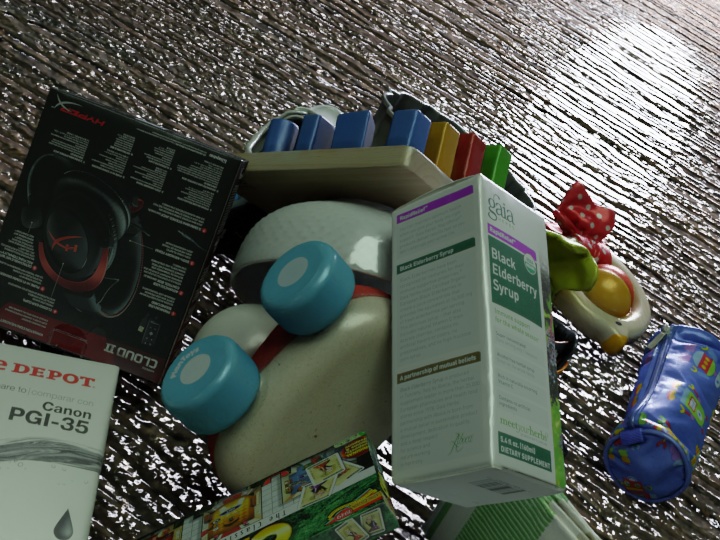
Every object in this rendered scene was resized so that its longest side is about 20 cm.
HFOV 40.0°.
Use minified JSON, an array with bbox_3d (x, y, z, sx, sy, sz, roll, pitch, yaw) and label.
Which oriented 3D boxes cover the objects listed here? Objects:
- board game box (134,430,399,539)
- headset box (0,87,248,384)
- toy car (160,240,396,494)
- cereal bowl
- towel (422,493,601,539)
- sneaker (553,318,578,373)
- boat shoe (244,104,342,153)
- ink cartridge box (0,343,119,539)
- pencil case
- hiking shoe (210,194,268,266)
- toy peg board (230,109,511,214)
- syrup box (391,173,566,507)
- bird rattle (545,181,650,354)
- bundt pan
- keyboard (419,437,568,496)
[{"bbox_3d":[-0.077,0.168,0.603,0.200,0.023,0.105,-26,18,0],"label":"board game box"},{"bbox_3d":[-0.189,-0.017,0.748,0.149,0.200,0.075,20,5,-4],"label":"headset box"},{"bbox_3d":[-0.060,0.067,0.745,0.184,0.177,0.200,50,-8,-34],"label":"toy car"},{"bbox_3d":[0.000,0.000,0.800,0.200,0.200,0.083,20,69,-8],"label":"cereal bowl"},{"bbox_3d":[0.130,0.219,0.681,0.023,0.153,0.200,-22,57,-39],"label":"towel"},{"bbox_3d":[0.133,0.109,0.832,0.078,0.112,0.200,16,41,-12],"label":"sneaker"},{"bbox_3d":[-0.062,-0.133,1.021,0.074,0.065,0.200,30,40,5],"label":"boat shoe"},{"bbox_3d":[-0.242,0.143,0.618,0.146,0.083,0.200,13,42,-15],"label":"ink cartridge box"},{"bbox_3d":[0.287,0.124,0.924,0.087,0.078,0.200,56,40,-11],"label":"pencil case"},{"bbox_3d":[-0.136,-0.051,0.890,0.087,0.074,0.200,34,34,22],"label":"hiking shoe"},{"bbox_3d":[0.017,-0.085,0.838,0.199,0.200,0.098,33,65,-49],"label":"toy peg board"},{"bbox_3d":[0.074,0.046,0.651,0.079,0.081,0.200,28,54,-41],"label":"syrup box"},{"bbox_3d":[0.232,0.010,1.034,0.163,0.113,0.200,48,30,7],"label":"bird rattle"},{"bbox_3d":[0.081,-0.095,1.018,0.202,0.076,0.202,34,21,-15],"label":"bundt pan"},{"bbox_3d":[0.086,0.109,0.817,0.021,0.127,0.200,38,23,-43],"label":"keyboard"}]
